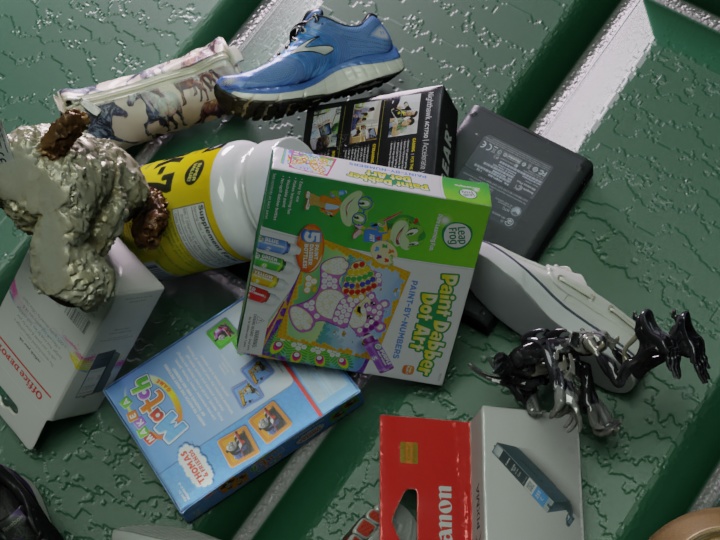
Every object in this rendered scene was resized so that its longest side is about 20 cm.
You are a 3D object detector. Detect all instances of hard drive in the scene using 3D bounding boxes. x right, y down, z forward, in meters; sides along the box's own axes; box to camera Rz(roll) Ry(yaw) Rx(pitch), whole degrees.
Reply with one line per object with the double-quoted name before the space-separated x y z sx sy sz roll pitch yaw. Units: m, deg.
"hard drive" 0.117 -0.052 1.543 0.139 0.033 0.200 29 72 20

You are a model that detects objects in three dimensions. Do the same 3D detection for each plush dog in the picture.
"plush dog" -0.258 -0.078 1.406 0.199 0.172 0.161 32 105 9

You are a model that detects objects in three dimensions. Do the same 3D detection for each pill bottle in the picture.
"pill bottle" -0.138 -0.059 1.502 0.199 0.114 0.115 -11 60 31

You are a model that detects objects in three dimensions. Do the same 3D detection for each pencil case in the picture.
"pencil case" -0.210 -0.175 1.621 0.199 0.089 0.078 -19 78 -1

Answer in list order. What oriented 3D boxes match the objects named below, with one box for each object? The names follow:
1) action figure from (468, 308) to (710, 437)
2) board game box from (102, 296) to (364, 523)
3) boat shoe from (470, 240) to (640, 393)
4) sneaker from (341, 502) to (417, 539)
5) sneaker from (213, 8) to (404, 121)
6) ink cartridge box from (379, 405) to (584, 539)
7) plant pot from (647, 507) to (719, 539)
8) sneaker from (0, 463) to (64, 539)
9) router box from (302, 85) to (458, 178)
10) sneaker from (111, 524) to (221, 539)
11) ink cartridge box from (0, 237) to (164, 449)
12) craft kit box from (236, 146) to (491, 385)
"action figure" 0.192 0.094 1.370 0.199 0.119 0.103 -16 80 34
"board game box" -0.120 0.119 1.494 0.200 0.037 0.151 -33 64 -9
"boat shoe" 0.183 0.029 1.459 0.200 0.072 0.066 34 59 7
"sneaker" -0.018 0.282 1.379 0.077 0.082 0.200 48 49 -15
"sneaker" -0.058 -0.210 1.594 0.199 0.079 0.090 -19 87 -23
"ink cartridge box" 0.106 0.218 1.378 0.175 0.045 0.201 6 64 -12
"plant pot" 0.290 0.264 1.258 0.185 0.200 0.187 -4 70 12
"sneaker" -0.297 0.257 1.426 0.076 0.088 0.200 -38 65 -11
"router box" 0.012 -0.077 1.532 0.148 0.051 0.201 -7 56 22
"sneaker" -0.143 0.287 1.395 0.199 0.075 0.105 8 91 30
"ink cartridge box" -0.281 0.058 1.500 0.117 0.067 0.200 45 118 24
"craft kit box" 0.000 0.000 1.422 0.196 0.201 0.049 7 32 -8
